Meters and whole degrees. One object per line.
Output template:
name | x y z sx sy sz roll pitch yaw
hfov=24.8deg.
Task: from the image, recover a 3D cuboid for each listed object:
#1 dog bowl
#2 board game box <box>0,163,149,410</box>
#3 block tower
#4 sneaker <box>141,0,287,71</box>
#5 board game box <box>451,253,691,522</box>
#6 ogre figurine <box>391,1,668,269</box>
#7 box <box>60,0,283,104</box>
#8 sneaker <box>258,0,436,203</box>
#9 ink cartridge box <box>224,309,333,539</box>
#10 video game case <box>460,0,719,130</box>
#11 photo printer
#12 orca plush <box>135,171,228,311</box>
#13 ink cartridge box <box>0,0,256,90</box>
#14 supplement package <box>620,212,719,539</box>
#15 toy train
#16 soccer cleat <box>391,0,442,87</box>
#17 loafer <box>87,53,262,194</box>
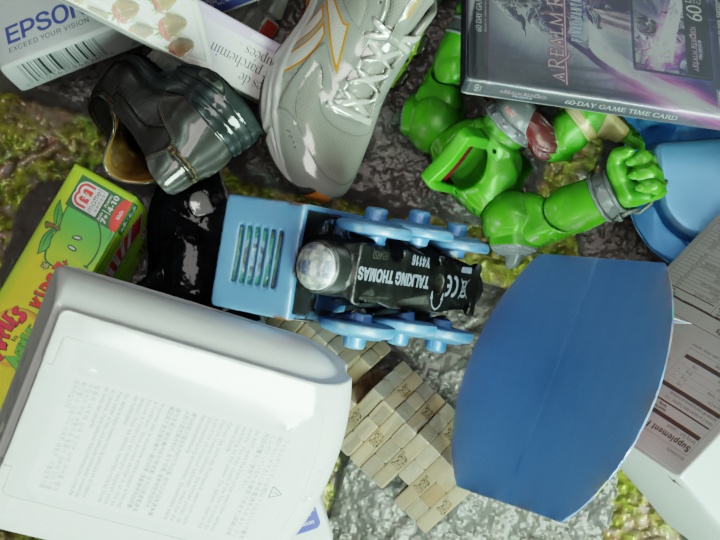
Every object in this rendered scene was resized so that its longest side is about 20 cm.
dog bowl | 0.227 -0.094 1.111 0.111 0.050 0.201 -4 83 -1
board game box | -0.206 0.037 1.062 0.047 0.102 0.200 29 84 6
block tower | -0.004 0.077 1.075 0.200 0.054 0.058 46 120 4
sneaker | -0.091 -0.207 1.121 0.082 0.077 0.200 36 85 32
board game box | 0.130 0.072 0.985 0.039 0.200 0.159 25 81 -25
ogre figurine | 0.098 -0.092 1.074 0.120 0.098 0.200 -43 83 14
box | -0.107 -0.148 1.014 0.200 0.041 0.039 25 92 -36
sneaker | 0.001 -0.140 1.013 0.076 0.092 0.201 23 70 -38
ink cartridge box | -0.083 0.123 1.058 0.099 0.039 0.201 -16 117 -3
video game case | 0.163 -0.160 1.051 0.199 0.019 0.143 8 58 -8
photo printer | -0.112 0.098 0.978 0.199 0.070 0.167 17 113 -19
orca plush | -0.134 0.028 1.063 0.071 0.105 0.201 -1 115 -41
ink cartridge box | -0.162 -0.242 1.083 0.196 0.043 0.201 -20 69 9
supplement package | 0.260 0.072 1.015 0.200 0.151 0.152 -45 119 -5
toy train | 0.000 0.000 1.014 0.114 0.200 0.087 12 92 30
soccer cleat | 0.011 -0.184 1.122 0.084 0.065 0.200 37 88 33
loafer | -0.138 -0.089 1.034 0.072 0.200 0.073 -46 112 -15
